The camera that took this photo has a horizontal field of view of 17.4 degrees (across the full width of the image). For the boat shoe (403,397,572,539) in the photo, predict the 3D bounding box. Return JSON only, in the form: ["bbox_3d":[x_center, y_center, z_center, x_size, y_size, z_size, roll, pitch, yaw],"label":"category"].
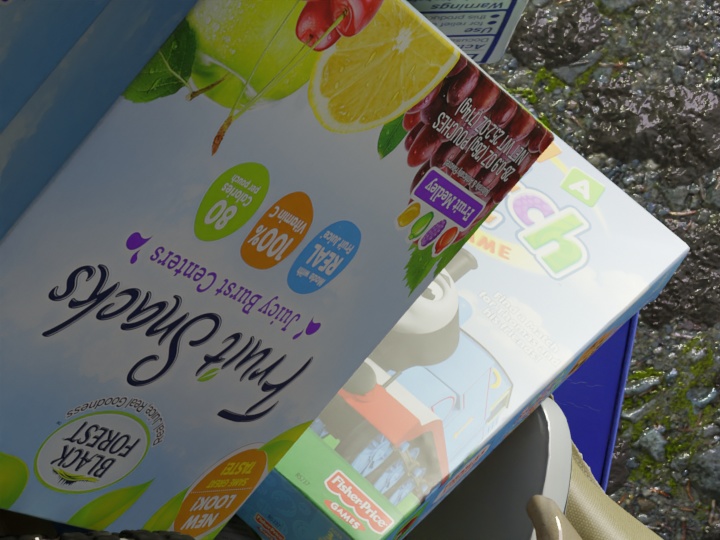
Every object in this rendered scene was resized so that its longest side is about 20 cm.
[{"bbox_3d":[0.041,0.140,0.841,0.068,0.200,0.072,16,-1,-44],"label":"boat shoe"}]

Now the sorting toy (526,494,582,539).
[{"bbox_3d":[0.049,0.190,0.769,0.036,0.200,0.185,19,-14,22],"label":"sorting toy"}]

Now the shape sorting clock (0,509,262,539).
[{"bbox_3d":[-0.076,0.087,0.765,0.200,0.039,0.200,50,10,-12],"label":"shape sorting clock"}]

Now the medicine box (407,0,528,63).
[{"bbox_3d":[-0.036,-0.136,0.673,0.200,0.182,0.103,114,-27,-74],"label":"medicine box"}]

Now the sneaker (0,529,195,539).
[{"bbox_3d":[-0.072,0.122,0.566,0.200,0.077,0.089,-123,-144,-71],"label":"sneaker"}]

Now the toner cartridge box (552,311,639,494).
[{"bbox_3d":[0.011,0.034,0.989,0.043,0.200,0.095,-25,125,-85],"label":"toner cartridge box"}]

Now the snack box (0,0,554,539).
[{"bbox_3d":[-0.052,-0.016,0.620,0.068,0.169,0.200,43,5,26],"label":"snack box"}]

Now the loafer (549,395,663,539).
[{"bbox_3d":[0.094,0.119,0.911,0.076,0.067,0.200,-63,133,-65],"label":"loafer"}]

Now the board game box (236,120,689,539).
[{"bbox_3d":[0.000,0.000,0.798,0.151,0.200,0.037,41,-43,11],"label":"board game box"}]
